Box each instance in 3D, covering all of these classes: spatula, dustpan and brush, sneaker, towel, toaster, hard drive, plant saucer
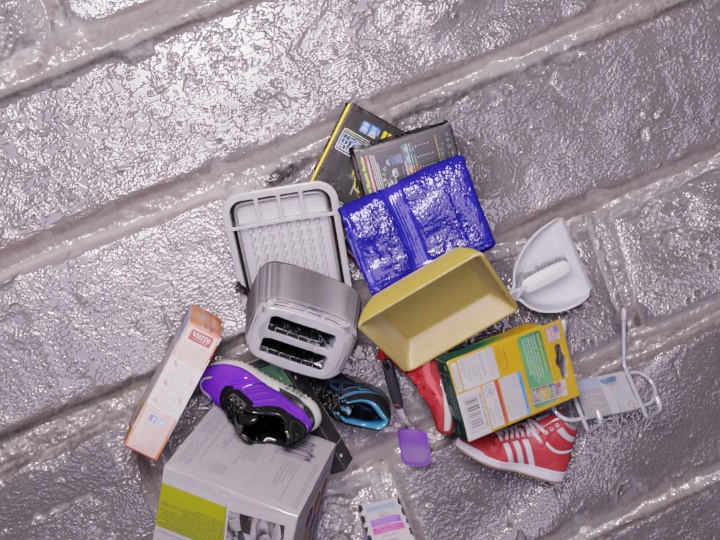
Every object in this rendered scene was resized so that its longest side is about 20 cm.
[{"bbox_3d":[0.066,0.221,1.529,0.056,0.021,0.203,0,122,32],"label":"spatula"},{"bbox_3d":[0.261,0.022,1.534,0.198,0.057,0.141,-27,102,-3],"label":"dustpan and brush"},{"bbox_3d":[-0.042,0.188,1.506,0.197,0.082,0.074,18,99,-9],"label":"sneaker"},{"bbox_3d":[0.082,-0.058,1.388,0.197,0.050,0.150,-25,103,-3],"label":"towel"},{"bbox_3d":[-0.090,0.070,1.411,0.197,0.130,0.115,20,113,-12],"label":"toaster"},{"bbox_3d":[-0.115,0.227,1.490,0.138,0.038,0.202,-23,104,32],"label":"hard drive"},{"bbox_3d":[0.086,0.158,1.536,0.113,0.078,0.204,-6,94,5],"label":"sneaker"},{"bbox_3d":[0.252,0.261,1.566,0.197,0.071,0.114,16,100,-18],"label":"sneaker"},{"bbox_3d":[0.108,0.048,1.409,0.198,0.049,0.200,-31,146,9],"label":"plant saucer"},{"bbox_3d":[-0.162,0.195,1.411,0.197,0.099,0.071,19,121,19],"label":"sneaker"}]

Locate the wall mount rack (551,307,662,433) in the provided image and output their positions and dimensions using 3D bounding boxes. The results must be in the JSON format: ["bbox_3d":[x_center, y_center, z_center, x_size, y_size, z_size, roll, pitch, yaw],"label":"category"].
[{"bbox_3d":[0.388,0.160,1.562,0.197,0.075,0.176,-8,63,-20],"label":"wall mount rack"}]

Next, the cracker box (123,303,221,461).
[{"bbox_3d":[-0.271,0.159,1.440,0.057,0.134,0.202,27,95,-11],"label":"cracker box"}]

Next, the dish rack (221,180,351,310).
[{"bbox_3d":[-0.106,-0.036,1.454,0.168,0.044,0.203,-9,115,1],"label":"dish rack"}]

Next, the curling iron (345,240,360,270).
[{"bbox_3d":[0.000,0.000,1.511,0.199,0.026,0.050,37,108,-15],"label":"curling iron"}]

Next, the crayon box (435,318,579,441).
[{"bbox_3d":[0.224,0.163,1.498,0.197,0.051,0.128,-18,97,-16],"label":"crayon box"}]

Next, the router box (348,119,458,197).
[{"bbox_3d":[0.079,-0.101,1.437,0.147,0.062,0.203,-16,102,-6],"label":"router box"}]

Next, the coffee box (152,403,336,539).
[{"bbox_3d":[-0.167,0.345,1.408,0.197,0.200,0.201,16,112,9],"label":"coffee box"}]

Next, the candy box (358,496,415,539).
[{"bbox_3d":[0.054,0.466,1.504,0.070,0.200,0.171,-11,101,-5],"label":"candy box"}]

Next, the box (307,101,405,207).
[{"bbox_3d":[0.031,-0.136,1.482,0.198,0.049,0.162,27,93,-12],"label":"box"}]
